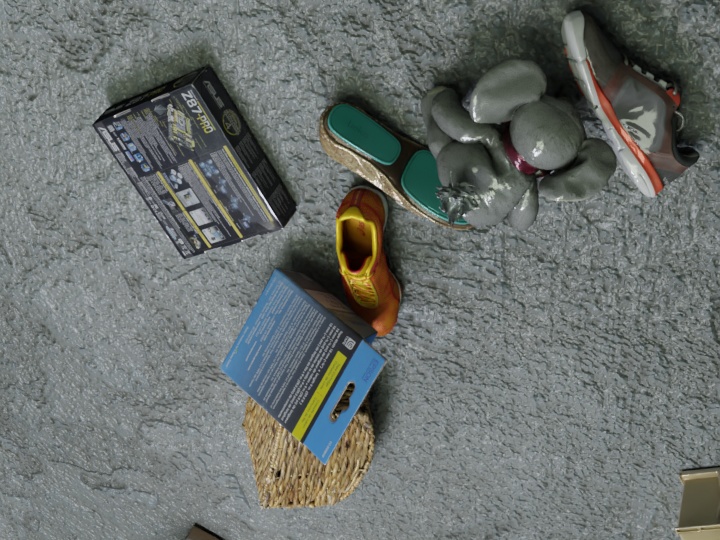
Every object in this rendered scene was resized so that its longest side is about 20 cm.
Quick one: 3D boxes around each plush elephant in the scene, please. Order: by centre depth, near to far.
[{"bbox_3d":[0.152,-0.122,1.196,0.155,0.200,0.165,-30,103,19],"label":"plush elephant"}]

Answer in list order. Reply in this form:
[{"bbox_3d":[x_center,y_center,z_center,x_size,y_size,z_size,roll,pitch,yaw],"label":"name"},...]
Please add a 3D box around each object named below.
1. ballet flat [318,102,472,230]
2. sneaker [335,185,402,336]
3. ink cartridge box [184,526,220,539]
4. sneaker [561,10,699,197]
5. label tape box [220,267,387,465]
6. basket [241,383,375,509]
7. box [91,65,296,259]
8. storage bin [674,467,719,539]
[{"bbox_3d":[0.040,-0.108,1.324,0.200,0.071,0.065,38,159,-3],"label":"ballet flat"},{"bbox_3d":[0.000,0.000,1.407,0.073,0.077,0.200,3,128,20],"label":"sneaker"},{"bbox_3d":[-0.284,0.508,1.850,0.075,0.200,0.165,31,132,-2],"label":"ink cartridge box"},{"bbox_3d":[0.259,-0.169,1.176,0.082,0.077,0.200,-29,113,9],"label":"sneaker"},{"bbox_3d":[-0.053,0.110,1.427,0.200,0.063,0.144,38,104,34],"label":"label tape box"},{"bbox_3d":[-0.063,0.191,1.595,0.142,0.149,0.200,-1,133,-17],"label":"basket"},{"bbox_3d":[-0.191,-0.118,1.420,0.161,0.049,0.200,-15,118,35],"label":"box"},{"bbox_3d":[0.490,0.324,1.426,0.198,0.094,0.200,-13,119,31],"label":"storage bin"}]
